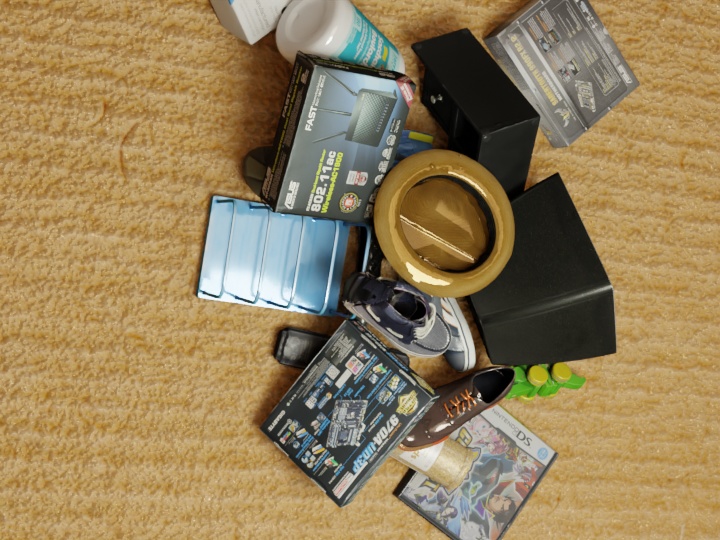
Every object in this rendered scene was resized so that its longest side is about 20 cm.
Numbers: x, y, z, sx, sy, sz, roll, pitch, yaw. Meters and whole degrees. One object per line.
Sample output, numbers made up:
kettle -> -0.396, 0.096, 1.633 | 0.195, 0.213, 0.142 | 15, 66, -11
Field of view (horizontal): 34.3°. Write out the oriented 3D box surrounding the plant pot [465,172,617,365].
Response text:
plant pot -> 0.234, 0.019, 1.618 | 0.177, 0.200, 0.201 | -19, 58, 2

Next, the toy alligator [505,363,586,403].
toy alligator -> 0.241, 0.159, 1.721 | 0.199, 0.059, 0.054 | -5, 54, -24

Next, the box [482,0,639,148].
box -> 0.298, -0.307, 1.719 | 0.158, 0.048, 0.200 | -40, 105, -13

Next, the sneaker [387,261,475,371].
sneaker -> 0.096, 0.057, 1.651 | 0.079, 0.078, 0.201 | -21, 92, -21

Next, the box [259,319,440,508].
box -> -0.017, 0.190, 1.562 | 0.159, 0.046, 0.200 | 41, 100, 15

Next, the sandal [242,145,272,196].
sandal -> -0.063, -0.122, 1.591 | 0.199, 0.055, 0.082 | 2, 83, -12

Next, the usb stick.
usb stick -> -0.024, 0.123, 1.634 | 0.199, 0.033, 0.056 | 14, 95, -20

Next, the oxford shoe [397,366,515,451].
oxford shoe -> 0.129, 0.182, 1.604 | 0.200, 0.073, 0.071 | -29, 79, -26

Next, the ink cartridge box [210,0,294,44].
ink cartridge box -> -0.111, -0.416, 1.515 | 0.200, 0.086, 0.147 | -37, 136, -13

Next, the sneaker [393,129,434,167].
sneaker -> 0.008, -0.165, 1.612 | 0.199, 0.066, 0.079 | 9, 93, -20

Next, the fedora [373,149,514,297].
fedora -> 0.103, -0.059, 1.537 | 0.200, 0.082, 0.202 | 1, 88, -16

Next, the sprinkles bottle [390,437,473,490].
sprinkles bottle -> 0.060, 0.232, 1.636 | 0.200, 0.068, 0.068 | 31, 82, -10

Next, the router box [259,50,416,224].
router box -> -0.030, -0.165, 1.481 | 0.149, 0.062, 0.201 | 5, 112, -29

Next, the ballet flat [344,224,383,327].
ballet flat -> 0.000, 0.000, 1.621 | 0.057, 0.066, 0.201 | 14, 81, -20

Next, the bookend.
bookend -> 0.149, -0.195, 1.635 | 0.092, 0.199, 0.200 | -19, 55, -18

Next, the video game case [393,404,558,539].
video game case -> 0.173, 0.299, 1.719 | 0.181, 0.025, 0.200 | 40, 80, -18

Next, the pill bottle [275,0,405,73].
pill bottle -> -0.014, -0.280, 1.549 | 0.200, 0.111, 0.111 | 34, 80, -48

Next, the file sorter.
file sorter -> -0.100, -0.014, 1.551 | 0.199, 0.123, 0.140 | 9, 90, -21

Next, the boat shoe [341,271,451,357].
boat shoe -> 0.071, 0.067, 1.527 | 0.200, 0.093, 0.075 | 29, 79, -38
